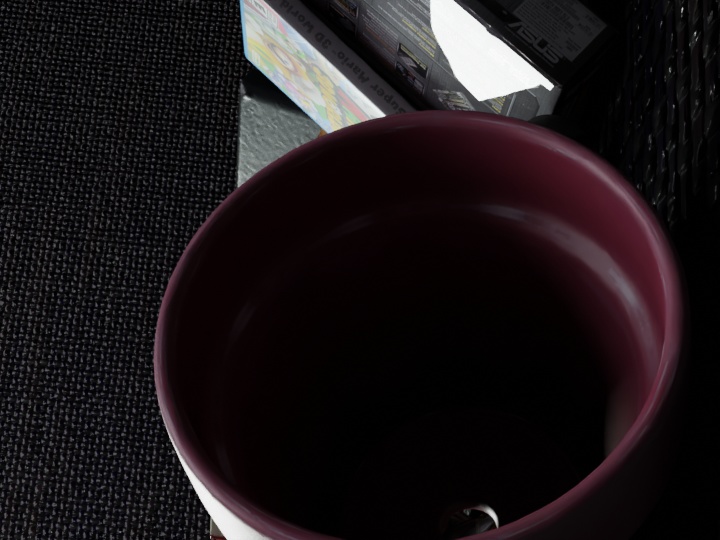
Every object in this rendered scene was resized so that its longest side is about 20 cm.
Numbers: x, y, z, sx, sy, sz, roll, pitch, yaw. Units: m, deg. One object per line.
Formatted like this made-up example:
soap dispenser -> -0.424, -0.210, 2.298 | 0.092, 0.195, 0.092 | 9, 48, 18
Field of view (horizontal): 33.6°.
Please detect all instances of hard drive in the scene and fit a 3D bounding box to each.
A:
hard drive -> -0.011, -0.078, 1.007 | 0.141, 0.198, 0.033 | 98, -164, -44

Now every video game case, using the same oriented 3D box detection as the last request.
video game case -> 0.002, -0.094, 0.746 | 0.018, 0.200, 0.143 | -46, -3, -9

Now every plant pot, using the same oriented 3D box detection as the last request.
plant pot -> 0.033, 0.067, 0.492 | 0.180, 0.197, 0.202 | 74, -166, -50

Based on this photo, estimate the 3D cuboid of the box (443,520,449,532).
box -> 0.023, 0.075, 0.749 | 0.095, 0.101, 0.202 | 46, -119, -70

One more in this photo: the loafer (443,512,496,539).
loafer -> 0.063, 0.233, 0.665 | 0.072, 0.072, 0.202 | 109, 165, -62

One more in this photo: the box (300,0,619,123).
box -> 0.038, -0.139, 0.668 | 0.048, 0.200, 0.159 | -44, -13, -16

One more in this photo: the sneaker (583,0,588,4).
sneaker -> 0.091, -0.148, 0.704 | 0.201, 0.077, 0.100 | 86, 170, -53

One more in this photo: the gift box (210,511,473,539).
gift box -> 0.002, 0.228, 0.919 | 0.184, 0.197, 0.190 | -19, -69, -78

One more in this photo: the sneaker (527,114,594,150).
sneaker -> 0.081, 0.008, 0.643 | 0.090, 0.069, 0.203 | -100, 12, -67

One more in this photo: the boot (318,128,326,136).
boot -> 0.000, 0.000, 0.934 | 0.200, 0.068, 0.189 | 50, 141, 23
